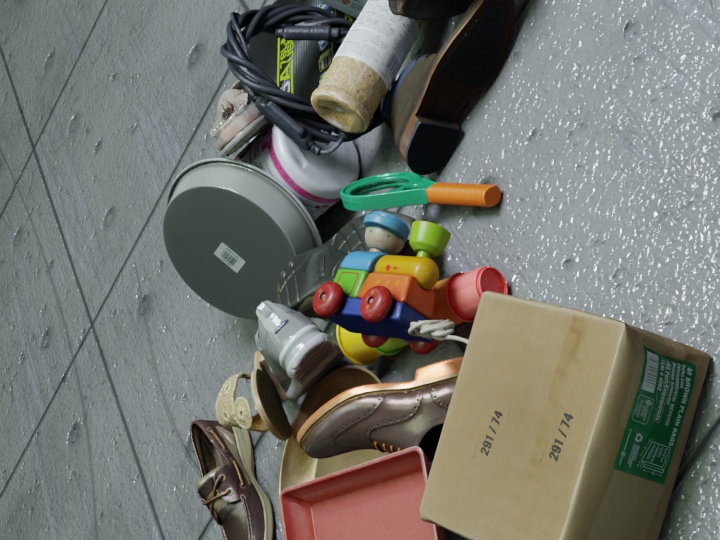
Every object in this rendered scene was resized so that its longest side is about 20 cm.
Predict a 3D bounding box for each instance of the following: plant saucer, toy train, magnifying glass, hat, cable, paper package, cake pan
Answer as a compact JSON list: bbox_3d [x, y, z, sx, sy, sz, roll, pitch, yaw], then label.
[{"bbox_3d":[-0.013,0.197,1.467,0.199,0.035,0.203,-30,52,47],"label":"plant saucer"},{"bbox_3d":[0.053,0.008,1.338,0.199,0.084,0.117,4,67,51],"label":"toy train"},{"bbox_3d":[0.058,-0.076,1.469,0.199,0.079,0.023,3,113,48],"label":"magnifying glass"},{"bbox_3d":[0.064,-0.293,1.463,0.200,0.198,0.082,42,131,55],"label":"hat"},{"bbox_3d":[0.014,0.279,1.346,0.198,0.036,0.203,-24,69,42],"label":"plant saucer"},{"bbox_3d":[-0.056,-0.222,1.584,0.163,0.200,0.051,-43,-11,-29],"label":"cable"},{"bbox_3d":[0.159,0.135,1.179,0.190,0.103,0.203,14,86,56],"label":"paper package"},{"bbox_3d":[-0.134,-0.027,1.618,0.200,0.200,0.037,-35,12,43],"label":"cake pan"}]

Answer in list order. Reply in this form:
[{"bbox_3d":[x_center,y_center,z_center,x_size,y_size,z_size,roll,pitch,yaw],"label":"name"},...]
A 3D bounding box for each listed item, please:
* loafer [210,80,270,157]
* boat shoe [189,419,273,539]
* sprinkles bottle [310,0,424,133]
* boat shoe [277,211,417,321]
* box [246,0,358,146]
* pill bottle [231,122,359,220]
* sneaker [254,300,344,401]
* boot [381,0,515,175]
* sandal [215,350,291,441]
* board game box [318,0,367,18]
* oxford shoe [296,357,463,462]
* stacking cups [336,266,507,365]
[{"bbox_3d":[-0.137,-0.172,1.629,0.072,0.063,0.200,-39,6,10],"label":"loafer"},{"bbox_3d":[-0.149,0.243,1.615,0.072,0.071,0.202,-49,40,32],"label":"boat shoe"},{"bbox_3d":[0.021,-0.241,1.534,0.068,0.068,0.202,-4,53,55],"label":"sprinkles bottle"},{"bbox_3d":[0.000,0.000,1.507,0.199,0.073,0.077,-22,51,43],"label":"boat shoe"},{"bbox_3d":[-0.068,-0.247,1.746,0.192,0.047,0.203,-30,51,45],"label":"box"},{"bbox_3d":[-0.101,-0.087,1.658,0.200,0.112,0.115,-38,46,41],"label":"pill bottle"},{"bbox_3d":[-0.067,0.072,1.499,0.075,0.082,0.200,-40,-11,-12],"label":"sneaker"},{"bbox_3d":[0.079,-0.206,1.482,0.202,0.074,0.097,-61,37,20],"label":"boot"},{"bbox_3d":[-0.116,0.139,1.542,0.069,0.078,0.212,-26,12,6],"label":"sandal"},{"bbox_3d":[0.024,-0.381,1.617,0.199,0.104,0.104,-32,49,44],"label":"board game box"},{"bbox_3d":[0.030,0.143,1.352,0.198,0.071,0.074,-23,61,23],"label":"oxford shoe"},{"bbox_3d":[0.056,0.038,1.414,0.199,0.060,0.061,-26,54,49],"label":"stacking cups"}]
